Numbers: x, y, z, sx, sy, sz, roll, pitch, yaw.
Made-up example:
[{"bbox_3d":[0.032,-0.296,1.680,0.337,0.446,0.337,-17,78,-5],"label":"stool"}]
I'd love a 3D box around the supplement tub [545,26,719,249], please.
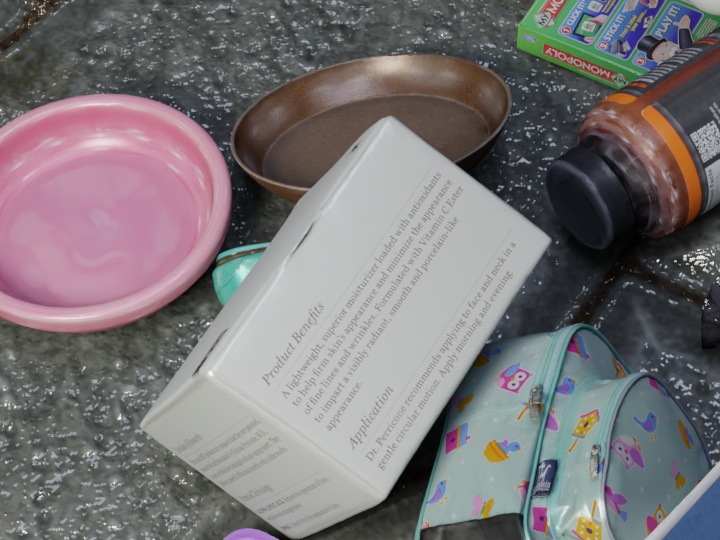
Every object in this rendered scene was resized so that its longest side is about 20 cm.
[{"bbox_3d":[0.226,-0.094,1.531,0.200,0.107,0.107,-32,60,-20],"label":"supplement tub"}]

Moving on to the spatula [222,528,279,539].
[{"bbox_3d":[-0.107,0.244,1.346,0.056,0.021,0.200,27,60,16],"label":"spatula"}]

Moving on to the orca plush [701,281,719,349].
[{"bbox_3d":[0.329,0.051,1.465,0.200,0.105,0.071,3,15,18],"label":"orca plush"}]

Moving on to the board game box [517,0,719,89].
[{"bbox_3d":[0.223,-0.219,1.667,0.134,0.029,0.200,24,59,18],"label":"board game box"}]

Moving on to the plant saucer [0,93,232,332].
[{"bbox_3d":[-0.186,-0.033,1.519,0.200,0.051,0.201,-3,53,4],"label":"plant saucer"}]

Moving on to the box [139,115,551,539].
[{"bbox_3d":[-0.014,0.041,1.348,0.131,0.200,0.199,37,69,-6],"label":"box"}]

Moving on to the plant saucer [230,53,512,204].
[{"bbox_3d":[0.010,-0.094,1.540,0.200,0.035,0.200,-9,30,5],"label":"plant saucer"}]

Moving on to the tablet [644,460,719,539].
[{"bbox_3d":[0.221,0.175,1.299,0.014,0.130,0.200,-2,22,36],"label":"tablet"}]

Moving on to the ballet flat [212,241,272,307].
[{"bbox_3d":[0.000,0.000,1.501,0.200,0.067,0.071,-16,80,-10],"label":"ballet flat"}]

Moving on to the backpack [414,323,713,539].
[{"bbox_3d":[0.127,0.133,1.322,0.153,0.176,0.200,-21,40,26],"label":"backpack"}]

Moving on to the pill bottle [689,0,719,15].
[{"bbox_3d":[0.295,-0.239,1.589,0.200,0.111,0.111,-3,51,-32],"label":"pill bottle"}]
